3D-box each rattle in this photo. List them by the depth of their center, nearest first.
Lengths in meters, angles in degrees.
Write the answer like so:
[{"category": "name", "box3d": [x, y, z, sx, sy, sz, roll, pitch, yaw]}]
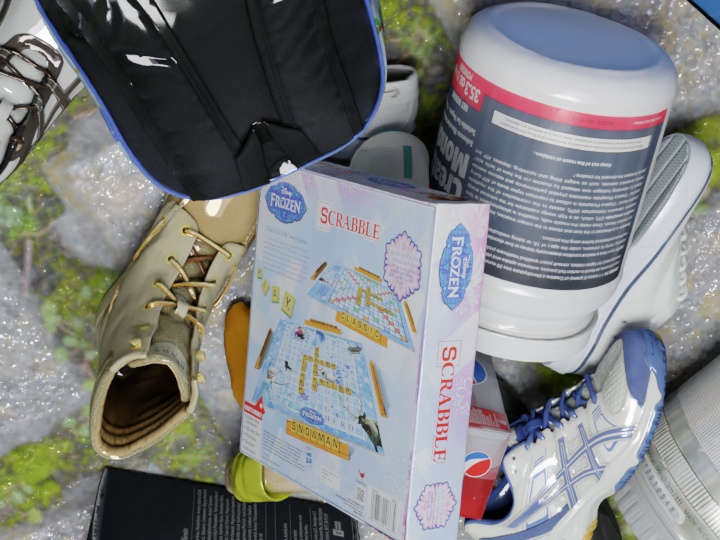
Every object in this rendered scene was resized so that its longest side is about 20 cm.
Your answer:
[{"category": "rattle", "box3d": [0.001, 0.106, 1.210, 0.199, 0.144, 0.130, -2, 156, -11]}]

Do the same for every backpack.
[{"category": "backpack", "box3d": [-0.079, -0.158, 0.952, 0.182, 0.147, 0.201, -20, 125, 5]}]

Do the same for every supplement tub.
[{"category": "supplement tub", "box3d": [0.114, -0.058, 1.075, 0.139, 0.141, 0.201, 8, 117, -8]}]

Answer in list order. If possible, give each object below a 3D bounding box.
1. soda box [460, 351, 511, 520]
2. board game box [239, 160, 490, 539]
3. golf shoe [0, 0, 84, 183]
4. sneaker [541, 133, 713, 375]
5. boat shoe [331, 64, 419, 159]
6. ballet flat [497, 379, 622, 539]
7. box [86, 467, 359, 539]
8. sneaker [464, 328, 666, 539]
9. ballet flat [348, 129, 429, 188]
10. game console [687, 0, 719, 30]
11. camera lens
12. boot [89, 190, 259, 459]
[{"category": "soda box", "box3d": [0.048, 0.076, 1.108, 0.063, 0.200, 0.070, 12, 116, -10]}, {"category": "board game box", "box3d": [-0.003, 0.041, 1.021, 0.041, 0.200, 0.201, -2, 103, -33]}, {"category": "golf shoe", "box3d": [-0.216, -0.112, 1.053, 0.077, 0.095, 0.200, 30, 111, -17]}, {"category": "sneaker", "box3d": [0.195, -0.007, 1.155, 0.070, 0.073, 0.201, 15, 126, -21]}, {"category": "boat shoe", "box3d": [-0.057, -0.124, 1.067, 0.201, 0.075, 0.087, 6, 118, -10]}, {"category": "ballet flat", "box3d": [0.131, 0.156, 1.240, 0.057, 0.067, 0.200, -31, 110, 27]}, {"category": "box", "box3d": [-0.112, 0.248, 1.244, 0.199, 0.105, 0.149, 12, 117, -9]}, {"category": "sneaker", "box3d": [0.138, 0.122, 1.148, 0.088, 0.075, 0.201, 22, 110, -8]}, {"category": "ballet flat", "box3d": [0.000, 0.000, 1.100, 0.069, 0.070, 0.201, 12, 129, -10]}, {"category": "game console", "box3d": [0.150, -0.160, 0.974, 0.175, 0.200, 0.117, -15, 92, 5]}, {"category": "camera lens", "box3d": [0.293, 0.131, 1.175, 0.200, 0.160, 0.160, -40, 113, 17]}, {"category": "boot", "box3d": [-0.115, 0.015, 1.090, 0.073, 0.156, 0.200, 32, 112, -19]}]
